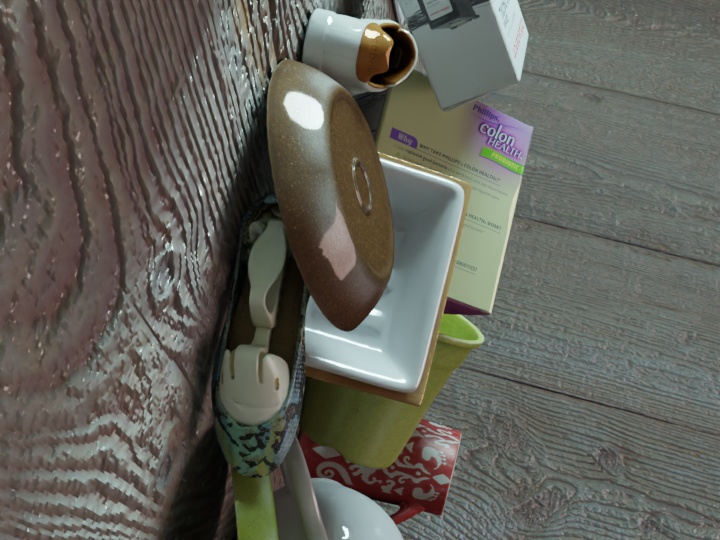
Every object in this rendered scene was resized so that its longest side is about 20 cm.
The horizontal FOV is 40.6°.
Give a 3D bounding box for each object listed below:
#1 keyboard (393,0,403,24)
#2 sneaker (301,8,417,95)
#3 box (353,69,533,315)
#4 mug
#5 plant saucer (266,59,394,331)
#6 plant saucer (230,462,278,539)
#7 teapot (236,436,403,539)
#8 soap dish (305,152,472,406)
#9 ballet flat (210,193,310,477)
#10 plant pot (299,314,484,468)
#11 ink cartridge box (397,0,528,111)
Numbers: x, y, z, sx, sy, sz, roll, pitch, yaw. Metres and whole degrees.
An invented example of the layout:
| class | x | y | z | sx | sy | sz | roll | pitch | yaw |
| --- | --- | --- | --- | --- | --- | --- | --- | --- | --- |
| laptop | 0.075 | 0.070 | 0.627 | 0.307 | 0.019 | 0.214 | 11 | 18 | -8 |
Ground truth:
| class | x | y | z | sx | sy | sz | roll | pitch | yaw |
| --- | --- | --- | --- | --- | --- | --- | --- | --- | --- |
| keyboard | 0.048 | -0.340 | 1.133 | 0.200 | 0.010 | 0.057 | 29 | 74 | -83 |
| sneaker | 0.008 | -0.175 | 0.825 | 0.200 | 0.083 | 0.074 | -53 | 154 | -77 |
| box | 0.062 | -0.077 | 0.989 | 0.096 | 0.174 | 0.204 | -2 | -109 | 62 |
| mug | 0.019 | 0.258 | 1.265 | 0.133 | 0.196 | 0.181 | 8 | 95 | -84 |
| plant saucer | -0.013 | -0.058 | 0.714 | 0.200 | 0.036 | 0.204 | -12 | 90 | -74 |
| plant saucer | -0.079 | 0.219 | 0.758 | 0.200 | 0.030 | 0.204 | 174 | -90 | -82 |
| teapot | -0.052 | 0.273 | 0.956 | 0.200 | 0.196 | 0.147 | -47 | -135 | 20 |
| soap dish | 0.000 | 0.000 | 0.851 | 0.081 | 0.155 | 0.204 | 155 | -50 | -77 |
| ballet flat | -0.071 | 0.041 | 0.680 | 0.074 | 0.073 | 0.204 | 67 | 28 | -79 |
| plant pot | 0.018 | 0.118 | 1.139 | 0.200 | 0.198 | 0.187 | -40 | 155 | -78 |
| ink cartridge box | 0.084 | -0.271 | 0.893 | 0.202 | 0.082 | 0.146 | 65 | 24 | -23 |
